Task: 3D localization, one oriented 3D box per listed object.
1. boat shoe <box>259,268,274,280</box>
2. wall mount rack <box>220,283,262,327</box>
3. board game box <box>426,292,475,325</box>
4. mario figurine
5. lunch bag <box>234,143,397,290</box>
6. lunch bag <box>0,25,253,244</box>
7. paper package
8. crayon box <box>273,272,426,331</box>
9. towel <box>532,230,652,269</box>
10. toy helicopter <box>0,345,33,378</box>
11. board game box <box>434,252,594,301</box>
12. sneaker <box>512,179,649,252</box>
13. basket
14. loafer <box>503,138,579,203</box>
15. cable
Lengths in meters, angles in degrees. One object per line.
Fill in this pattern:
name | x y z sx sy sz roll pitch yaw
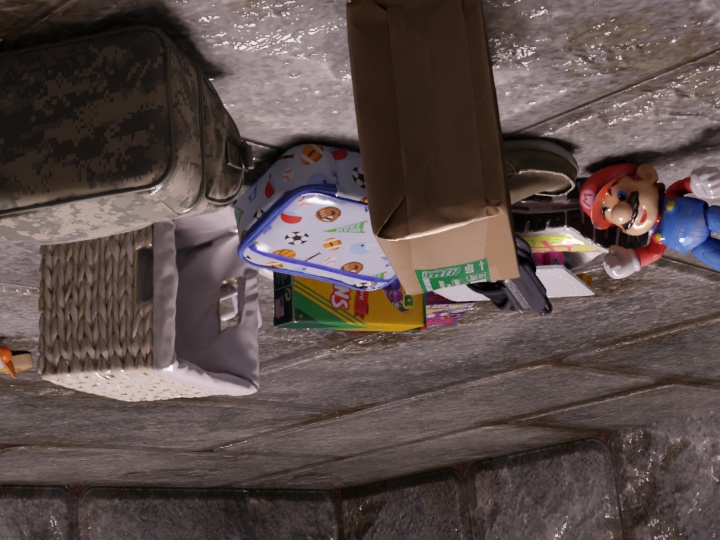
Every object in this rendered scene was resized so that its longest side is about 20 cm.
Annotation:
boat shoe | -0.065 -0.004 1.499 0.068 0.076 0.199 -24 158 34
wall mount rack | -0.212 0.056 1.511 0.172 0.076 0.200 -15 -169 -17
board game box | 0.052 0.054 1.842 0.197 0.033 0.120 -3 168 -13
mario figurine | 0.312 -0.046 1.335 0.199 0.124 0.106 24 168 26
lunch bag | -0.019 -0.046 1.304 0.198 0.076 0.160 15 140 -34
lunch bag | -0.201 -0.091 1.018 0.198 0.141 0.168 -9 163 14
paper package | 0.059 -0.094 1.009 0.102 0.193 0.200 -8 166 7
crayon box | 0.000 0.000 1.437 0.198 0.129 0.051 2 169 -32
towel | 0.258 -0.036 1.606 0.146 0.024 0.199 6 161 -34
toy helicopter | -0.528 0.130 1.843 0.131 0.080 0.200 -23 170 22
board game box | 0.183 0.008 1.664 0.198 0.026 0.200 -3 169 22
sneaker | 0.222 -0.054 1.441 0.198 0.079 0.090 10 161 -12
basket | -0.211 0.026 1.333 0.159 0.201 0.200 -7 166 21
loafer | 0.132 -0.088 1.281 0.198 0.071 0.075 3 162 -30
cable | 0.123 -0.030 1.407 0.200 0.051 0.163 48 170 -34
